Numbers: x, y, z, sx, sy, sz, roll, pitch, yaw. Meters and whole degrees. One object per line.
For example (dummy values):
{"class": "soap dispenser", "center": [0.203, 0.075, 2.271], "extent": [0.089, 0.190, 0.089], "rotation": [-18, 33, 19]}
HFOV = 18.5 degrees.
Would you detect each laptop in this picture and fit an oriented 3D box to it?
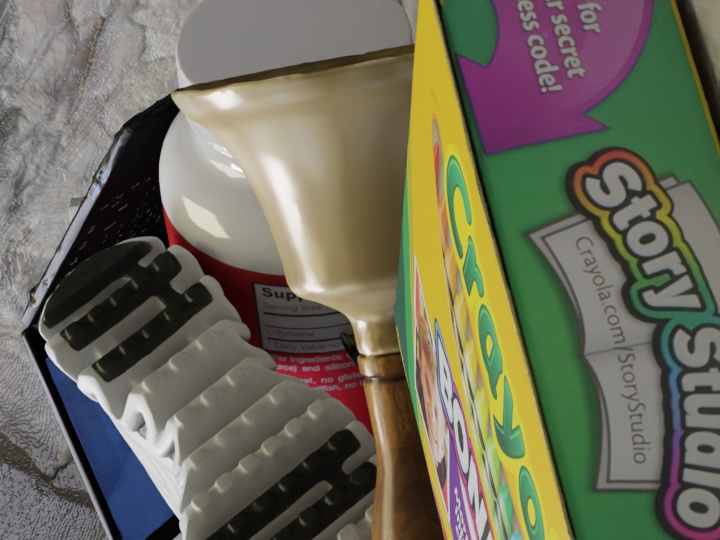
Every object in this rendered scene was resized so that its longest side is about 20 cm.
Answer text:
{"class": "laptop", "center": [-0.047, -0.001, 0.938], "extent": [0.103, 0.177, 0.200], "rotation": [42, 133, 8]}

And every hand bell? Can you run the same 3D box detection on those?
{"class": "hand bell", "center": [0.010, 0.035, 0.672], "extent": [0.104, 0.104, 0.201], "rotation": [-139, 39, -82]}

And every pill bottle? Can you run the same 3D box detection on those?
{"class": "pill bottle", "center": [-0.017, -0.010, 0.846], "extent": [0.112, 0.112, 0.200], "rotation": [-106, 8, -47]}

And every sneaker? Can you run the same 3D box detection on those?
{"class": "sneaker", "center": [-0.036, 0.073, 0.767], "extent": [0.200, 0.075, 0.081], "rotation": [51, 169, 37]}

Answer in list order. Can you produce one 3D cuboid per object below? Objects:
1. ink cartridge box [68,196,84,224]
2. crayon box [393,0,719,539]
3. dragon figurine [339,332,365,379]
{"class": "ink cartridge box", "center": [-0.210, -0.022, 2.397], "extent": [0.145, 0.199, 0.145], "rotation": [-141, 41, -81]}
{"class": "crayon box", "center": [0.055, 0.055, 0.498], "extent": [0.173, 0.058, 0.200], "rotation": [90, 168, -63]}
{"class": "dragon figurine", "center": [0.032, 0.081, 0.790], "extent": [0.100, 0.059, 0.200], "rotation": [-106, 9, -50]}
